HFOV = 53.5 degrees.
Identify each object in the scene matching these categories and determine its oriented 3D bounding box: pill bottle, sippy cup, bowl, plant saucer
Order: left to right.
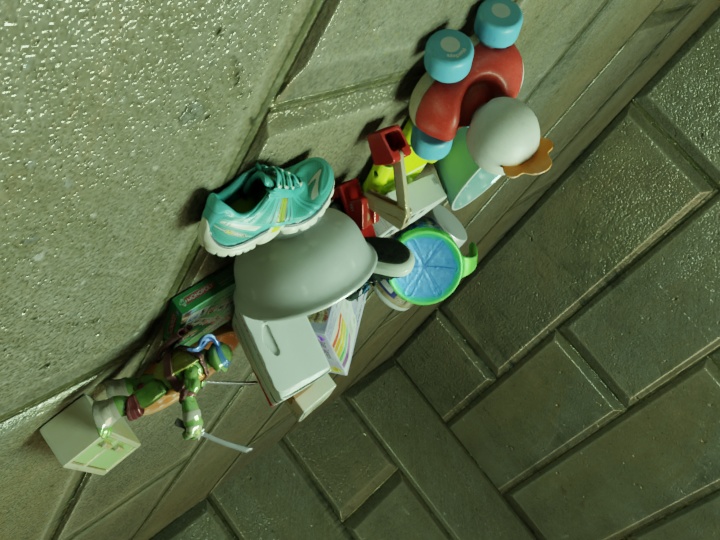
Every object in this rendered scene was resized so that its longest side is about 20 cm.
[{"bbox_3d":[-0.280,0.151,1.142,0.199,0.038,0.201,-39,168,-9],"label":"plant saucer"},{"bbox_3d":[-0.082,-0.029,0.909,0.195,0.092,0.203,-14,-153,7],"label":"bowl"},{"bbox_3d":[0.113,-0.026,1.407,0.201,0.116,0.115,-49,166,28],"label":"pill bottle"},{"bbox_3d":[0.108,-0.030,1.266,0.141,0.176,0.131,-51,-165,19],"label":"sippy cup"},{"bbox_3d":[0.199,-0.212,1.240,0.200,0.105,0.201,-40,168,-10],"label":"bowl"}]

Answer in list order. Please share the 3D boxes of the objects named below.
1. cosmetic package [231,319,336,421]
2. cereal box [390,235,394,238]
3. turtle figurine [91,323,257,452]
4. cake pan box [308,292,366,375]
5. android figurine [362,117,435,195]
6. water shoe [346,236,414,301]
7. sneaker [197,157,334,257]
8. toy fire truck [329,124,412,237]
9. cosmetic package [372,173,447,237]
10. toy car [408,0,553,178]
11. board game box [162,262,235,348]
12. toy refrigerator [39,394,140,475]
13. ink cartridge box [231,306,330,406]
[{"bbox_3d":[-0.130,0.141,1.183,0.070,0.201,0.106,-35,169,-20],"label":"cosmetic package"},{"bbox_3d":[0.021,-0.060,1.362,0.198,0.040,0.144,-31,165,-47],"label":"cereal box"},{"bbox_3d":[-0.248,0.185,0.976,0.188,0.147,0.202,-16,140,2],"label":"turtle figurine"},{"bbox_3d":[-0.037,0.047,1.194,0.186,0.051,0.205,75,27,-60],"label":"cake pan box"},{"bbox_3d":[0.071,-0.174,1.124,0.180,0.041,0.201,-32,163,-41],"label":"android figurine"},{"bbox_3d":[0.000,0.000,0.999,0.196,0.081,0.071,9,-148,41],"label":"water shoe"},{"bbox_3d":[-0.099,-0.084,0.814,0.199,0.077,0.081,-35,155,-39],"label":"sneaker"},{"bbox_3d":[0.025,-0.088,1.009,0.138,0.205,0.048,-9,-165,41],"label":"toy fire truck"},{"bbox_3d":[0.067,-0.099,1.148,0.082,0.051,0.199,-33,179,31],"label":"cosmetic package"},{"bbox_3d":[0.180,-0.199,0.925,0.175,0.200,0.186,-36,159,-21],"label":"toy car"},{"bbox_3d":[-0.192,0.036,1.034,0.198,0.029,0.135,-34,167,-35],"label":"board game box"},{"bbox_3d":[-0.389,0.249,1.051,0.075,0.070,0.201,-37,167,-15],"label":"toy refrigerator"},{"bbox_3d":[-0.119,0.107,1.028,0.082,0.148,0.200,-25,173,-17],"label":"ink cartridge box"}]
